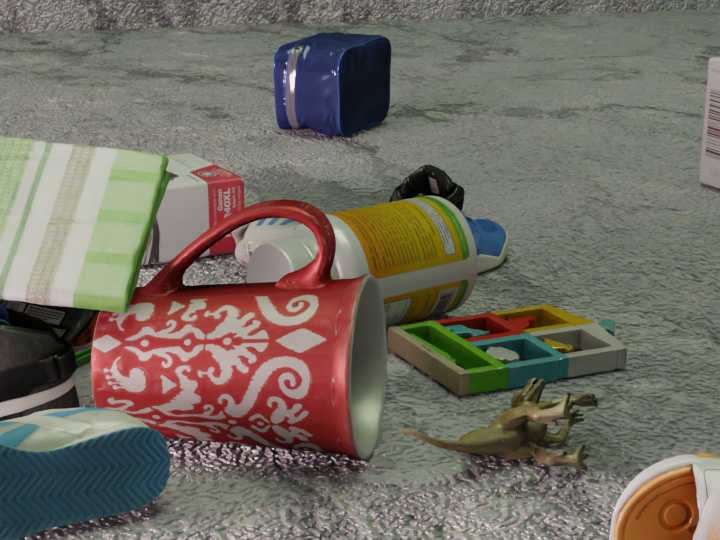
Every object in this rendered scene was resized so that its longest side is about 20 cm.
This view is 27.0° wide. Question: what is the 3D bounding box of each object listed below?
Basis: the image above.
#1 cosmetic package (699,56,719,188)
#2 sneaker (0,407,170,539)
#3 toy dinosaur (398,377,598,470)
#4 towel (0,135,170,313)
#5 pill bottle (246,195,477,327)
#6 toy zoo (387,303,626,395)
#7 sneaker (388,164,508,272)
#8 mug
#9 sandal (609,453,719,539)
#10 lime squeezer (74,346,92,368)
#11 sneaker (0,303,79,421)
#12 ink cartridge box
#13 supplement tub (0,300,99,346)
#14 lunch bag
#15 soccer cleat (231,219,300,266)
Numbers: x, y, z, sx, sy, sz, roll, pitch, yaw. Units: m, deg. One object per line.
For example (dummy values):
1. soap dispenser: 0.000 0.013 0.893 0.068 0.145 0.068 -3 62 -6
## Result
1. cosmetic package: 0.559 -0.182 1.895 0.198 0.167 0.165 -9 19 -25
2. sneaker: -0.231 0.133 0.994 0.197 0.078 0.081 -1 7 -27
3. toy dinosaur: 0.113 0.121 1.101 0.100 0.059 0.199 -7 3 31
4. towel: -0.252 -0.035 1.119 0.197 0.031 0.151 7 54 5
5. pill bottle: 0.000 0.000 1.358 0.198 0.113 0.110 -12 21 -37
6. toy zoo: 0.140 0.065 1.311 0.198 0.021 0.131 -7 19 -26
7. sneaker: 0.093 -0.055 1.544 0.076 0.113 0.199 13 21 36
8. mug: -0.087 0.048 1.119 0.197 0.180 0.133 0 -16 13
9. sandal: 0.256 0.160 0.908 0.203 0.080 0.059 3 14 -1
10. lime squeezer: -0.269 0.065 1.147 0.198 0.071 0.038 13 34 -28
11. sneaker: -0.305 0.075 1.092 0.197 0.114 0.073 -3 16 -12
12. ink cartridge box: -0.241 -0.063 1.597 0.198 0.085 0.145 -9 20 -30
13. supplement tub: -0.304 0.001 1.246 0.122 0.124 0.199 15 0 39
14. lunch bag: -0.045 -0.283 2.239 0.131 0.138 0.200 9 18 25
15. soccer cleat: -0.077 -0.014 1.502 0.085 0.071 0.200 -19 19 -11
